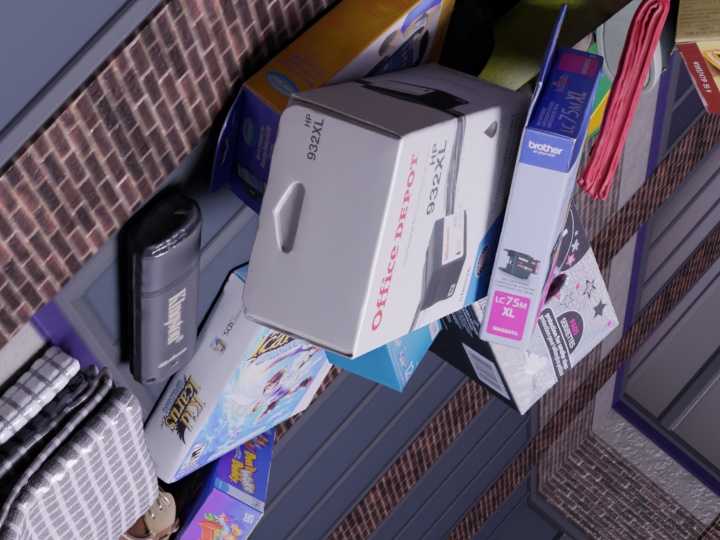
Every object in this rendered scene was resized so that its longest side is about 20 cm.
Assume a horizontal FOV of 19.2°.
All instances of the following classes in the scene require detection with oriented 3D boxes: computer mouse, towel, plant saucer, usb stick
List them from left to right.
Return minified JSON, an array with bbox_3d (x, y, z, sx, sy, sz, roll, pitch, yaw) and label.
[{"bbox_3d":[-0.209,0.154,1.367,0.166,0.086,0.200,-45,164,-21],"label":"towel"},{"bbox_3d":[-0.127,0.016,1.374,0.055,0.033,0.200,-44,164,-24],"label":"usb stick"},{"bbox_3d":[0.071,-0.190,1.415,0.034,0.059,0.200,-21,150,-29],"label":"computer mouse"},{"bbox_3d":[0.164,-0.199,1.542,0.200,0.048,0.200,-39,-178,-36],"label":"plant saucer"},{"bbox_3d":[0.185,-0.130,1.481,0.200,0.022,0.145,-49,157,-77],"label":"towel"}]

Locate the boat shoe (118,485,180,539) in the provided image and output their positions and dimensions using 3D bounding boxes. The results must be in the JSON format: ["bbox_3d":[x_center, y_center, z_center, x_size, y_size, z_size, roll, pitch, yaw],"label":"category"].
[{"bbox_3d":[-0.176,0.182,1.569,0.072,0.076,0.200,-53,175,-5],"label":"boat shoe"}]

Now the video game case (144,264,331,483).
[{"bbox_3d":[-0.067,0.057,1.622,0.200,0.045,0.182,-26,151,-57],"label":"video game case"}]

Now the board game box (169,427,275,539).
[{"bbox_3d":[-0.140,0.223,1.700,0.200,0.045,0.135,-56,-169,22],"label":"board game box"}]

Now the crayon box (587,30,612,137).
[{"bbox_3d":[0.235,-0.210,1.831,0.200,0.058,0.119,-56,164,22],"label":"crayon box"}]

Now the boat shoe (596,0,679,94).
[{"bbox_3d":[0.222,-0.232,1.686,0.060,0.075,0.200,-51,155,-33],"label":"boat shoe"}]

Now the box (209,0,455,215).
[{"bbox_3d":[-0.017,-0.117,1.361,0.200,0.041,0.119,-45,164,-28],"label":"box"}]

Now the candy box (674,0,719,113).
[{"bbox_3d":[0.297,-0.239,1.699,0.115,0.055,0.201,50,43,-56],"label":"candy box"}]

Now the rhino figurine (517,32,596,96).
[{"bbox_3d":[0.128,-0.136,1.696,0.200,0.060,0.088,-42,159,-33],"label":"rhino figurine"}]

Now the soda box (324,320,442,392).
[{"bbox_3d":[0.000,0.000,1.515,0.064,0.068,0.200,-56,152,-25],"label":"soda box"}]

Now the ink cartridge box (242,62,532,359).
[{"bbox_3d":[0.021,-0.042,1.341,0.200,0.084,0.146,-21,128,-60],"label":"ink cartridge box"}]

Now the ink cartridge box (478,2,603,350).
[{"bbox_3d":[0.122,-0.061,1.403,0.119,0.042,0.200,-65,165,-55],"label":"ink cartridge box"}]

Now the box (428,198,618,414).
[{"bbox_3d":[0.094,-0.015,1.592,0.115,0.132,0.200,-42,135,-15],"label":"box"}]
